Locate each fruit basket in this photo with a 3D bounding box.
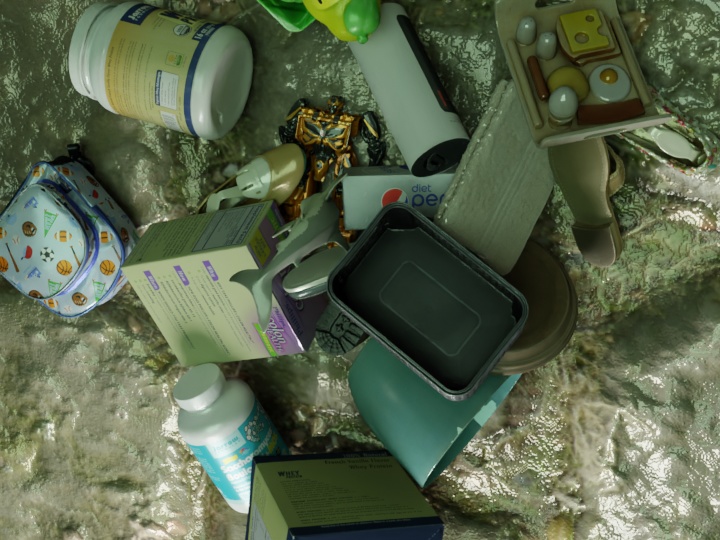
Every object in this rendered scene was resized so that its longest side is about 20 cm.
[{"bbox_3d":[-0.041,-0.357,1.289,0.215,0.217,0.155,-34,127,24],"label":"fruit basket"}]

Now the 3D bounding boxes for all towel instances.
[{"bbox_3d":[0.167,-0.109,1.301,0.034,0.132,0.201,20,81,53],"label":"towel"}]

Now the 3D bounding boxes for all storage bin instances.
[{"bbox_3d":[0.075,0.036,1.248,0.200,0.094,0.136,39,86,10],"label":"storage bin"}]

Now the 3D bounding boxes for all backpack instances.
[{"bbox_3d":[-0.402,-0.037,1.536,0.190,0.154,0.200,40,111,-6],"label":"backpack"}]

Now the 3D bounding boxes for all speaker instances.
[{"bbox_3d":[0.055,-0.211,1.321,0.081,0.081,0.201,-33,68,24],"label":"speaker"}]

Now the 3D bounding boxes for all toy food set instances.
[{"bbox_3d":[0.240,-0.231,1.232,0.142,0.061,0.202,-12,64,-3],"label":"toy food set"}]

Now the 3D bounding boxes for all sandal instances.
[{"bbox_3d":[0.277,-0.111,1.323,0.077,0.070,0.213,9,130,39],"label":"sandal"}]

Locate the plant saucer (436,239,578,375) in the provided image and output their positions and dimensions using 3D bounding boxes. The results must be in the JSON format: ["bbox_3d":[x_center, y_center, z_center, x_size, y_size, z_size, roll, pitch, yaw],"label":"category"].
[{"bbox_3d":[0.162,0.030,1.336,0.199,0.201,0.030,22,149,12],"label":"plant saucer"}]

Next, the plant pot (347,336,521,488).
[{"bbox_3d":[0.082,0.138,1.386,0.161,0.200,0.201,40,113,13],"label":"plant pot"}]

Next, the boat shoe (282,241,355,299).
[{"bbox_3d":[0.000,0.000,1.402,0.199,0.073,0.062,-24,119,-16],"label":"boat shoe"}]

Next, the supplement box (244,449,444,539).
[{"bbox_3d":[-0.027,0.336,1.428,0.198,0.200,0.136,1,108,-21],"label":"supplement box"}]

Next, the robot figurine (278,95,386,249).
[{"bbox_3d":[-0.045,-0.120,1.430,0.144,0.058,0.202,12,108,15],"label":"robot figurine"}]

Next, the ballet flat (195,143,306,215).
[{"bbox_3d":[-0.144,-0.100,1.431,0.200,0.063,0.069,-34,69,45],"label":"ballet flat"}]

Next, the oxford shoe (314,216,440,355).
[{"bbox_3d":[0.025,0.014,1.352,0.073,0.084,0.200,45,99,11],"label":"oxford shoe"}]

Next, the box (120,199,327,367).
[{"bbox_3d":[-0.173,0.020,1.450,0.198,0.097,0.177,-9,125,28],"label":"box"}]

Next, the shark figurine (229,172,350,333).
[{"bbox_3d":[-0.052,-0.028,1.304,0.090,0.215,0.128,47,129,-11],"label":"shark figurine"}]

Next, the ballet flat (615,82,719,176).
[{"bbox_3d":[0.324,-0.173,1.285,0.199,0.064,0.076,29,113,10],"label":"ballet flat"}]

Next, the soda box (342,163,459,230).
[{"bbox_3d":[0.077,-0.091,1.364,0.198,0.063,0.069,-2,106,2],"label":"soda box"}]

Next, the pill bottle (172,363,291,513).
[{"bbox_3d":[-0.173,0.220,1.504,0.110,0.111,0.201,-16,122,22],"label":"pill bottle"}]

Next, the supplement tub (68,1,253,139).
[{"bbox_3d":[-0.251,-0.256,1.420,0.198,0.144,0.146,17,109,14],"label":"supplement tub"}]
